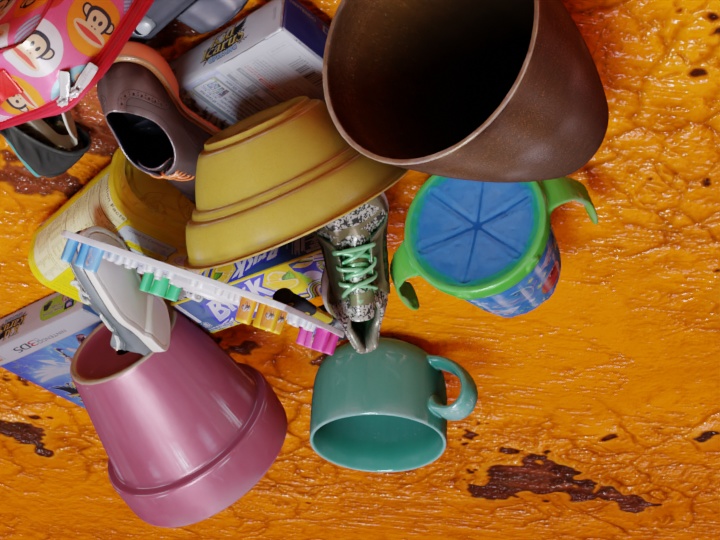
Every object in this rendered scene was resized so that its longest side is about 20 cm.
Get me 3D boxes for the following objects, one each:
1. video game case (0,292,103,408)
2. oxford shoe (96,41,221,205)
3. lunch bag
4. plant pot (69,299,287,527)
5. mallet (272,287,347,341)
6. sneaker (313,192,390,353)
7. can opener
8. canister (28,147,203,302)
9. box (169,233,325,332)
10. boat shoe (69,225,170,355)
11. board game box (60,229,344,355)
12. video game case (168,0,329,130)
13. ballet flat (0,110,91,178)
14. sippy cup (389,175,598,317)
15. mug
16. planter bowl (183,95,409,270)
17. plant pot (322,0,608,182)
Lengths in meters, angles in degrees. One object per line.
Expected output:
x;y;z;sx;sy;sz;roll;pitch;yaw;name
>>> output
-0.297;0.095;1.553;0.181;0.046;0.200;-22;140;35;video game case
-0.157;-0.095;1.108;0.071;0.073;0.200;-12;144;21;oxford shoe
-0.248;-0.168;0.989;0.200;0.176;0.082;-7;138;44;lunch bag
-0.203;0.137;1.432;0.200;0.200;0.179;-15;122;26;plant pot
-0.057;0.043;1.325;0.066;0.041;0.200;-21;166;17;mallet
0.000;0.000;1.216;0.077;0.089;0.200;-14;141;-3;sneaker
-0.174;-0.194;1.073;0.200;0.063;0.079;-23;116;38;can opener
-0.211;-0.037;1.304;0.148;0.087;0.200;25;142;-30;canister
-0.093;-0.003;1.366;0.200;0.064;0.070;-19;141;31;box
-0.235;0.025;1.260;0.062;0.073;0.200;-6;153;11;boat shoe
-0.130;0.022;1.157;0.200;0.026;0.200;17;175;16;board game box
-0.064;-0.130;1.168;0.181;0.046;0.200;-24;138;33;video game case
-0.297;-0.147;1.166;0.068;0.068;0.200;-19;153;15;ballet flat
0.125;-0.021;1.269;0.177;0.140;0.130;9;163;27;sippy cup
0.037;0.144;1.535;0.184;0.115;0.152;1;147;2;mug
-0.065;-0.082;1.072;0.200;0.200;0.084;-17;105;28;planter bowl
0.104;-0.143;1.052;0.187;0.187;0.200;-20;155;32;plant pot
